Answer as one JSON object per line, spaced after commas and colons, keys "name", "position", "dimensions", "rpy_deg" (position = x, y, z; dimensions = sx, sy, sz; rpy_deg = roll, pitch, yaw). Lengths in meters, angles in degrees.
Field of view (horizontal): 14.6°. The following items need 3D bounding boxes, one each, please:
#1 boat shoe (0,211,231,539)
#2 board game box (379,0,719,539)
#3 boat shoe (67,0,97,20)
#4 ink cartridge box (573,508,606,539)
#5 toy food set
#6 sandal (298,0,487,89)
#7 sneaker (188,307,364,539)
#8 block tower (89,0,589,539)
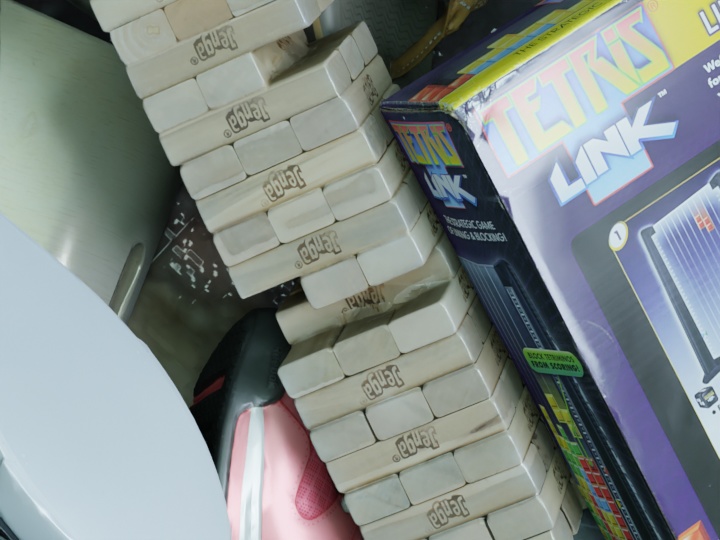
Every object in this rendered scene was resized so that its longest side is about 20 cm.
{"name": "boat shoe", "position": [-0.119, 0.026, 0.765], "dimensions": [0.200, 0.068, 0.072], "rpy_deg": [45, 38, -2]}
{"name": "board game box", "position": [0.129, -0.024, 0.779], "dimensions": [0.199, 0.057, 0.166], "rpy_deg": [-32, 103, -16]}
{"name": "boat shoe", "position": [-0.087, -0.120, 0.834], "dimensions": [0.199, 0.073, 0.063], "rpy_deg": [35, 84, 7]}
{"name": "ink cartridge box", "position": [0.109, 0.038, 0.839], "dimensions": [0.099, 0.039, 0.201], "rpy_deg": [12, 81, -1]}
{"name": "toy food set", "position": [-0.160, -0.021, 0.829], "dimensions": [0.199, 0.060, 0.144], "rpy_deg": [23, 77, -6]}
{"name": "sandal", "position": [0.026, -0.119, 0.834], "dimensions": [0.054, 0.082, 0.201], "rpy_deg": [6, 72, 28]}
{"name": "sneaker", "position": [-0.011, 0.112, 0.816], "dimensions": [0.086, 0.074, 0.202], "rpy_deg": [0, 85, -18]}
{"name": "block tower", "position": [0.000, 0.000, 0.776], "dimensions": [0.058, 0.054, 0.201], "rpy_deg": [-21, 102, 18]}
